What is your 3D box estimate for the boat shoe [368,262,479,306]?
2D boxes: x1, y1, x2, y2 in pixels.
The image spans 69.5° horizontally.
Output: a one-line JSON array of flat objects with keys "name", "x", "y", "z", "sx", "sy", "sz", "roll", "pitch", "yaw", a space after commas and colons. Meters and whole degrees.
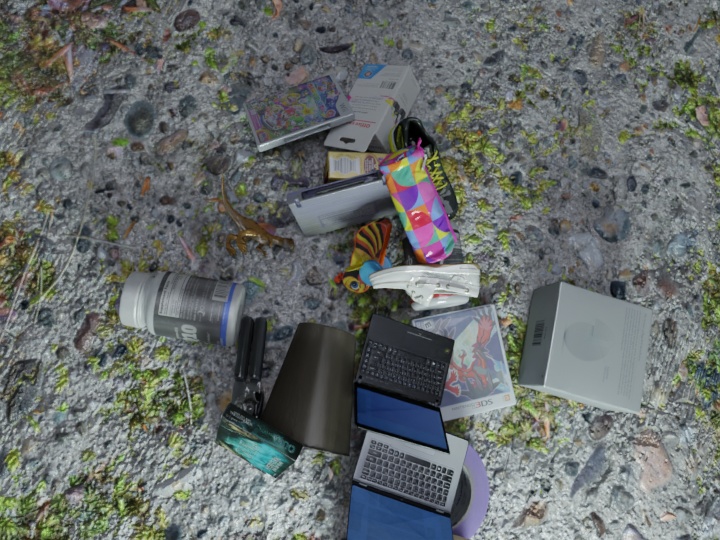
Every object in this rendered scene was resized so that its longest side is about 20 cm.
[{"name": "boat shoe", "x": 0.112, "y": 0.027, "z": 0.909, "sx": 0.195, "sy": 0.071, "sz": 0.071, "roll": -3, "pitch": 84, "yaw": 6}]

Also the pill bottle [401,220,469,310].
[{"name": "pill bottle", "x": 0.141, "y": -0.031, "z": 1.008, "sx": 0.113, "sy": 0.116, "sz": 0.205, "roll": -6, "pitch": 81, "yaw": -9}]

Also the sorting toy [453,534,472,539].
[{"name": "sorting toy", "x": 0.074, "y": 0.526, "z": 0.873, "sx": 0.196, "sy": 0.070, "sz": 0.202, "roll": 17, "pitch": 114, "yaw": -4}]

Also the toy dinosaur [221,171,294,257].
[{"name": "toy dinosaur", "x": -0.221, "y": -0.082, "z": 1.003, "sx": 0.199, "sy": 0.060, "sz": 0.107, "roll": 37, "pitch": 53, "yaw": -6}]

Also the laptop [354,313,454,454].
[{"name": "laptop", "x": 0.086, "y": 0.194, "z": 0.924, "sx": 0.174, "sy": 0.103, "sz": 0.204, "roll": 19, "pitch": 77, "yaw": -10}]

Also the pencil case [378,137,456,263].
[{"name": "pencil case", "x": 0.100, "y": -0.114, "z": 0.886, "sx": 0.087, "sy": 0.088, "sz": 0.203, "roll": -28, "pitch": 110, "yaw": -12}]

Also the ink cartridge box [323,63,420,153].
[{"name": "ink cartridge box", "x": 0.023, "y": -0.308, "z": 1.036, "sx": 0.114, "sy": 0.068, "sz": 0.203, "roll": 18, "pitch": 75, "yaw": 35}]

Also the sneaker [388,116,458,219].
[{"name": "sneaker", "x": 0.114, "y": -0.180, "z": 0.927, "sx": 0.074, "sy": 0.085, "sz": 0.202, "roll": -32, "pitch": 90, "yaw": -10}]

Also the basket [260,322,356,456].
[{"name": "basket", "x": -0.080, "y": 0.206, "z": 0.927, "sx": 0.177, "sy": 0.136, "sz": 0.204, "roll": 7, "pitch": 73, "yaw": 20}]

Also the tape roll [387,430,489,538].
[{"name": "tape roll", "x": 0.128, "y": 0.394, "z": 0.950, "sx": 0.195, "sy": 0.085, "sz": 0.205, "roll": 2, "pitch": 80, "yaw": -9}]

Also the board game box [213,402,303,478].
[{"name": "board game box", "x": -0.177, "y": 0.289, "z": 0.866, "sx": 0.134, "sy": 0.201, "sz": 0.028, "roll": 30, "pitch": 56, "yaw": -1}]

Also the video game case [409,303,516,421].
[{"name": "video game case", "x": 0.203, "y": 0.182, "z": 1.028, "sx": 0.178, "sy": 0.023, "sz": 0.205, "roll": -10, "pitch": 82, "yaw": -10}]

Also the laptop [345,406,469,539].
[{"name": "laptop", "x": 0.086, "y": 0.356, "z": 0.848, "sx": 0.184, "sy": 0.116, "sz": 0.204, "roll": 20, "pitch": 78, "yaw": -5}]

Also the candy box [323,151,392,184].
[{"name": "candy box", "x": 0.028, "y": -0.186, "z": 1.016, "sx": 0.195, "sy": 0.117, "sz": 0.058, "roll": -2, "pitch": 84, "yaw": -8}]

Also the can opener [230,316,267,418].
[{"name": "can opener", "x": -0.203, "y": 0.190, "z": 0.958, "sx": 0.052, "sy": 0.067, "sz": 0.204, "roll": 2, "pitch": 69, "yaw": 4}]

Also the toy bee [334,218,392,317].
[{"name": "toy bee", "x": 0.000, "y": 0.000, "z": 0.988, "sx": 0.106, "sy": 0.131, "sz": 0.205, "roll": 9, "pitch": 89, "yaw": 18}]

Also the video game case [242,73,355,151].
[{"name": "video game case", "x": -0.124, "y": -0.315, "z": 1.026, "sx": 0.196, "sy": 0.018, "sz": 0.145, "roll": -20, "pitch": 54, "yaw": -7}]

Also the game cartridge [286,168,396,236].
[{"name": "game cartridge", "x": -0.028, "y": -0.127, "z": 0.977, "sx": 0.196, "sy": 0.130, "sz": 0.039, "roll": -14, "pitch": 69, "yaw": 3}]

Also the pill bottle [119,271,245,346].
[{"name": "pill bottle", "x": -0.313, "y": 0.065, "z": 0.925, "sx": 0.195, "sy": 0.114, "sz": 0.116, "roll": 10, "pitch": 79, "yaw": -6}]

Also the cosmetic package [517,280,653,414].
[{"name": "cosmetic package", "x": 0.437, "y": 0.151, "z": 1.017, "sx": 0.196, "sy": 0.123, "sz": 0.203, "roll": 16, "pitch": 78, "yaw": -4}]
